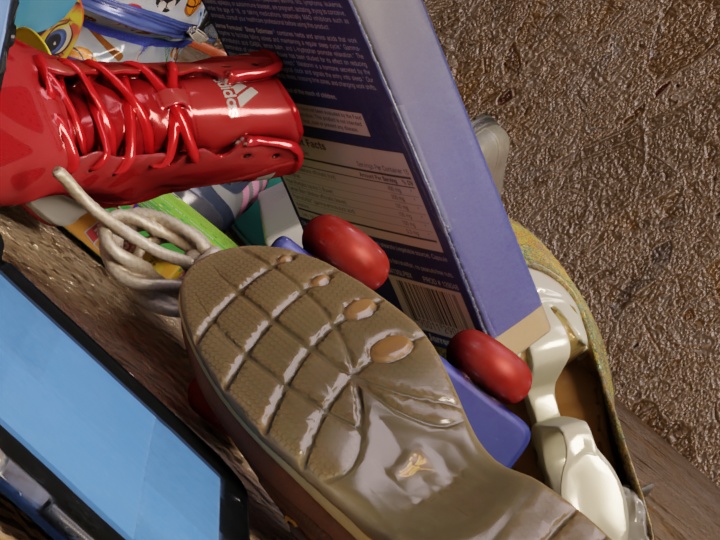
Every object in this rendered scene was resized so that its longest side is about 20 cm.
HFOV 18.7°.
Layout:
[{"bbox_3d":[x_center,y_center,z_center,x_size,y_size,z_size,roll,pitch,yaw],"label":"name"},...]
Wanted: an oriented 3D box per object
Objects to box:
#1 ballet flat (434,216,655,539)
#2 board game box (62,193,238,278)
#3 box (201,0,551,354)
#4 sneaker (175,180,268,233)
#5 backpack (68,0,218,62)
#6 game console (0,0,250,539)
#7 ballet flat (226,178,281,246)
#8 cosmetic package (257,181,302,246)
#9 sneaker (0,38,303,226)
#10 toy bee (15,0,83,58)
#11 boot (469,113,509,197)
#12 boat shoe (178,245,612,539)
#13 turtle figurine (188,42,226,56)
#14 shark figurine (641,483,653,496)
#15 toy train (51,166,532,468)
[{"bbox_3d":[0.075,0.057,0.874,0.071,0.071,0.200,31,41,-66],"label":"ballet flat"},{"bbox_3d":[-0.110,-0.029,0.988,0.096,0.030,0.200,39,2,2],"label":"board game box"},{"bbox_3d":[-0.005,-0.064,0.832,0.121,0.032,0.200,16,-45,57],"label":"box"},{"bbox_3d":[-0.082,-0.064,1.220,0.070,0.082,0.200,39,4,-4],"label":"sneaker"},{"bbox_3d":[-0.167,-0.192,1.314,0.200,0.154,0.191,17,0,7],"label":"backpack"},{"bbox_3d":[-0.068,-0.011,0.574,0.118,0.171,0.200,12,7,-6],"label":"game console"},{"bbox_3d":[-0.066,-0.048,1.354,0.200,0.067,0.062,42,-5,34],"label":"ballet flat"},{"bbox_3d":[0.000,0.000,1.127,0.101,0.071,0.200,64,0,-8],"label":"cosmetic package"},{"bbox_3d":[-0.087,-0.063,0.784,0.200,0.115,0.078,-12,89,-81],"label":"sneaker"},{"bbox_3d":[-0.174,-0.124,1.088,0.200,0.109,0.131,7,31,-32],"label":"toy bee"},{"bbox_3d":[0.083,0.017,1.243,0.131,0.200,0.068,37,45,25],"label":"boot"},{"bbox_3d":[0.005,0.071,0.682,0.072,0.068,0.200,-21,52,-32],"label":"boat shoe"},{"bbox_3d":[-0.082,-0.077,1.502,0.200,0.064,0.161,51,11,-3],"label":"turtle figurine"},{"bbox_3d":[0.029,0.052,0.940,0.214,0.090,0.128,38,5,2],"label":"shark figurine"},{"bbox_3d":[-0.040,0.015,0.803,0.200,0.085,0.116,38,-6,-19],"label":"toy train"}]
